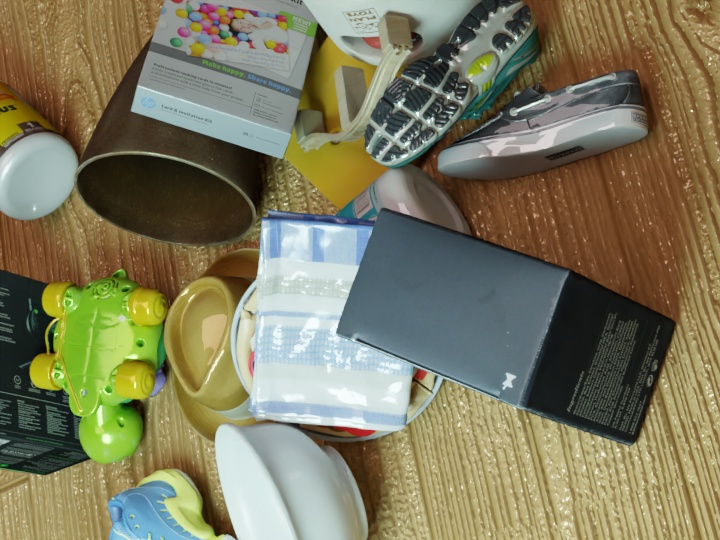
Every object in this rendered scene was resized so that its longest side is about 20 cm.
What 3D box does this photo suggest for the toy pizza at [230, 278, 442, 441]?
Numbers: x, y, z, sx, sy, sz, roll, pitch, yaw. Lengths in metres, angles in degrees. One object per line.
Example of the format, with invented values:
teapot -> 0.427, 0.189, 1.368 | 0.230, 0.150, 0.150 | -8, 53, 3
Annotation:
toy pizza -> -0.020, 0.074, 1.458 | 0.200, 0.200, 0.032 | -39, 18, 22

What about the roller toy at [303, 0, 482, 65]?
roller toy -> 0.027, -0.298, 1.517 | 0.182, 0.140, 0.200 | -41, 54, 1

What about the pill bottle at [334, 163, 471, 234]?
pill bottle -> 0.000, 0.000, 1.498 | 0.200, 0.111, 0.111 | -39, 57, 23

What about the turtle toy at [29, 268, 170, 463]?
turtle toy -> -0.258, 0.098, 1.668 | 0.145, 0.101, 0.202 | 4, 82, 26

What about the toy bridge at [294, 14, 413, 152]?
toy bridge -> -0.008, -0.159, 1.516 | 0.200, 0.027, 0.068 | -42, 51, 52

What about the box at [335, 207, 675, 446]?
box -> 0.123, 0.048, 1.336 | 0.196, 0.200, 0.118 | 20, 90, 38

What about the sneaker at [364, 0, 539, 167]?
sneaker -> 0.091, -0.159, 1.462 | 0.200, 0.080, 0.077 | -41, 55, -7

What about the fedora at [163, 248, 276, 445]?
fedora -> -0.138, 0.070, 1.599 | 0.200, 0.082, 0.202 | -11, 72, 35

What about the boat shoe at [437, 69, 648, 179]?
boat shoe -> 0.159, -0.132, 1.440 | 0.199, 0.072, 0.068 | -15, 71, 31

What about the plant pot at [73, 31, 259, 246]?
plant pot -> -0.179, -0.157, 1.650 | 0.186, 0.187, 0.201 | -9, 58, 35

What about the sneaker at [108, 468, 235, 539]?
sneaker -> -0.181, 0.277, 1.555 | 0.200, 0.104, 0.076 | 46, 137, 43

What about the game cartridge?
game cartridge -> 0.011, -0.166, 1.589 | 0.200, 0.032, 0.176 | -53, 53, 10

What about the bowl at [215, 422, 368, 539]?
bowl -> -0.054, 0.219, 1.466 | 0.201, 0.090, 0.202 | 54, 155, 39

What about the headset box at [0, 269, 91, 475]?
headset box -> -0.373, 0.101, 1.709 | 0.092, 0.174, 0.201 | -21, 67, 30

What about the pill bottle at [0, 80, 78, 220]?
pill bottle -> -0.416, -0.150, 1.852 | 0.200, 0.109, 0.110 | 40, 102, 37

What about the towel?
towel -> -0.023, 0.048, 1.415 | 0.146, 0.024, 0.201 | 6, 113, 3

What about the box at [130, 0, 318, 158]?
box -> -0.127, -0.216, 1.590 | 0.041, 0.155, 0.201 | 117, 168, -49
